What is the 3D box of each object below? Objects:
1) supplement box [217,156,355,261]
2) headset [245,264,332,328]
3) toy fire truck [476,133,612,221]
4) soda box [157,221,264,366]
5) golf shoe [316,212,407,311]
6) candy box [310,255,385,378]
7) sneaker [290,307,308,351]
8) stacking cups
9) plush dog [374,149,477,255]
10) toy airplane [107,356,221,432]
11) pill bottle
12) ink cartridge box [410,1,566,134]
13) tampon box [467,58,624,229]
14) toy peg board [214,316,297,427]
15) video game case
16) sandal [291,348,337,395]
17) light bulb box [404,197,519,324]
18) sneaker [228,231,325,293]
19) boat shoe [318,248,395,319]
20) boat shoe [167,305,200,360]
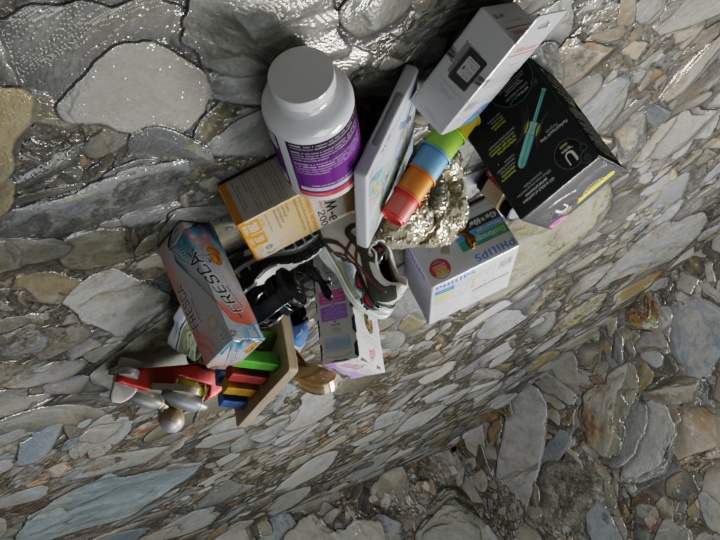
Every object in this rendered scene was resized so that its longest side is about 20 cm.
[{"bbox_3d":[-0.087,-0.108,1.111,0.198,0.074,0.126,-28,158,-5],"label":"supplement box"},{"bbox_3d":[-0.119,0.053,1.181,0.123,0.094,0.200,-31,-171,45],"label":"headset"},{"bbox_3d":[0.334,-0.191,1.407,0.174,0.129,0.201,-10,139,-38],"label":"toy fire truck"},{"bbox_3d":[-0.210,0.032,1.089,0.068,0.202,0.063,-42,153,28],"label":"soda box"},{"bbox_3d":[0.005,-0.038,1.205,0.077,0.201,0.088,-34,179,-38],"label":"golf shoe"},{"bbox_3d":[-0.022,0.079,1.401,0.070,0.203,0.168,-12,161,14],"label":"candy box"},{"bbox_3d":[-0.129,0.102,1.483,0.089,0.079,0.200,-46,169,4],"label":"sneaker"},{"bbox_3d":[0.103,-0.153,1.147,0.202,0.060,0.061,-58,159,-9],"label":"stacking cups"},{"bbox_3d":[0.092,-0.084,1.258,0.170,0.162,0.200,-14,154,-38],"label":"plush dog"},{"bbox_3d":[-0.346,0.216,1.375,0.196,0.144,0.200,-6,177,5],"label":"toy airplane"},{"bbox_3d":[-0.057,-0.177,0.955,0.111,0.113,0.201,-26,157,-6],"label":"pill bottle"},{"bbox_3d":[0.167,-0.282,1.029,0.115,0.067,0.200,-32,166,-52],"label":"ink cartridge box"},{"bbox_3d":[0.276,-0.193,1.207,0.150,0.202,0.126,-40,155,27],"label":"tampon box"},{"bbox_3d":[-0.207,0.127,1.328,0.097,0.202,0.199,13,138,-32],"label":"toy peg board"},{"bbox_3d":[0.036,-0.153,1.092,0.201,0.022,0.184,89,24,-65],"label":"video game case"},{"bbox_3d":[-0.124,0.152,1.357,0.077,0.210,0.071,-27,118,-43],"label":"sandal"},{"bbox_3d":[0.198,-0.016,1.575,0.196,0.126,0.201,-25,156,-8],"label":"light bulb box"},{"bbox_3d":[-0.139,-0.023,1.253,0.198,0.075,0.080,-26,172,2],"label":"sneaker"},{"bbox_3d":[0.000,-0.002,1.306,0.064,0.203,0.075,-22,-156,36],"label":"boat shoe"},{"bbox_3d":[-0.268,0.085,1.285,0.072,0.062,0.200,-55,180,-34],"label":"boat shoe"}]
